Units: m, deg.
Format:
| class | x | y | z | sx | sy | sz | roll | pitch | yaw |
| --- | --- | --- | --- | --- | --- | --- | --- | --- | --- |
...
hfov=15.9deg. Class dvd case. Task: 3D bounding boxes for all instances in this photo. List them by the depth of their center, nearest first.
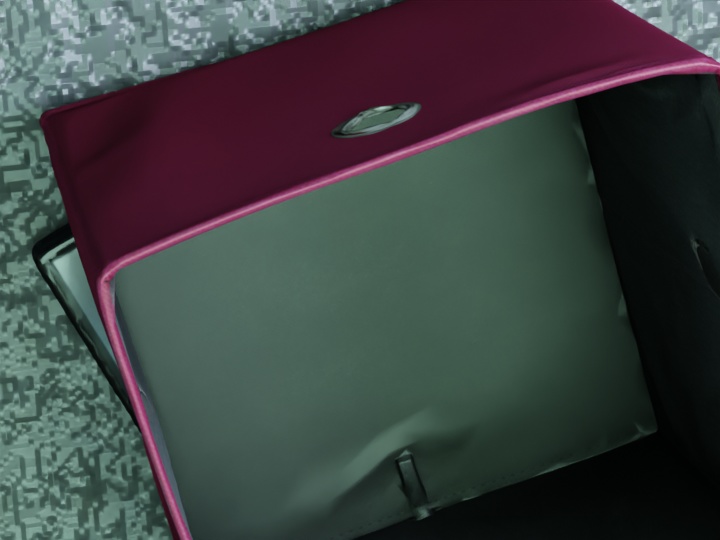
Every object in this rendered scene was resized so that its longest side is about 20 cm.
| class | x | y | z | sx | sy | sz | roll | pitch | yaw |
| --- | --- | --- | --- | --- | --- | --- | --- | --- | --- |
| dvd case | 0.000 | 0.000 | 0.941 | 0.199 | 0.018 | 0.143 | -31 | 110 | -1 |

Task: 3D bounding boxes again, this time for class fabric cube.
| class | x | y | z | sx | sy | sz | roll | pitch | yaw |
| --- | --- | --- | --- | --- | --- | --- | --- | --- | --- |
| fabric cube | 0.022 | 0.029 | 0.840 | 0.195 | 0.199 | 0.201 | -19 | 109 | -6 |
